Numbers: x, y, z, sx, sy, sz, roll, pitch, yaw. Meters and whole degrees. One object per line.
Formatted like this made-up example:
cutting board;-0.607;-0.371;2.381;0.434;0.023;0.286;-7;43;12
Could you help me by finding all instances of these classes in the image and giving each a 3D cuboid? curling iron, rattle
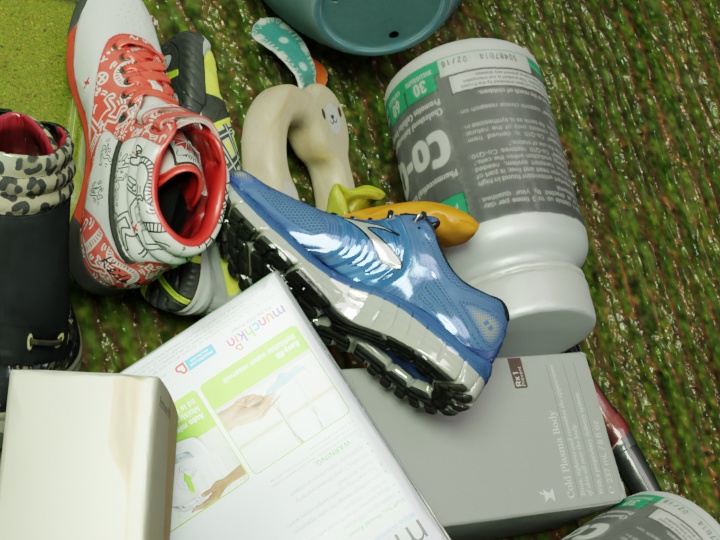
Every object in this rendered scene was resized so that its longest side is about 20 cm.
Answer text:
curling iron;0.175;0.117;1.045;0.201;0.025;0.050;62;18;7
rattle;-0.002;-0.098;0.986;0.130;0.142;0.201;39;42;-30

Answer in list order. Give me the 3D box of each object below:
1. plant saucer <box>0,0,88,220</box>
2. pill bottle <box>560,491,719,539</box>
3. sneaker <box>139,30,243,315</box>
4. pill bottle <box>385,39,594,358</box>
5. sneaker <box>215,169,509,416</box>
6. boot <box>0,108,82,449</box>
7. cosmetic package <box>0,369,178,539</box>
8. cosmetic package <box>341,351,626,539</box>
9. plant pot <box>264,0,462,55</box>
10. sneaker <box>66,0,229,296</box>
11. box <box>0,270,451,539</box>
plant saucer;-0.243;-0.126;0.933;0.199;0.048;0.201;13;60;-22
pill bottle;0.139;0.220;0.907;0.199;0.113;0.114;-21;76;-44
sneaker;-0.106;-0.060;0.971;0.076;0.075;0.201;19;58;-43
pill bottle;0.089;-0.045;1.018;0.112;0.113;0.201;1;62;-28
sneaker;0.000;0.000;0.890;0.199;0.079;0.089;34;59;8
boot;-0.179;-0.011;0.795;0.073;0.155;0.204;10;16;-5
cosmetic package;-0.129;0.154;0.697;0.070;0.105;0.202;2;75;-1
cosmetic package;0.055;0.116;0.947;0.199;0.090;0.108;-3;70;-32
plant pot;0.005;-0.225;1.009;0.199;0.200;0.135;9;49;-24
sneaker;-0.122;-0.091;0.889;0.067;0.108;0.203;14;68;-39
box;-0.079;0.132;0.807;0.199;0.097;0.177;-34;83;-6
